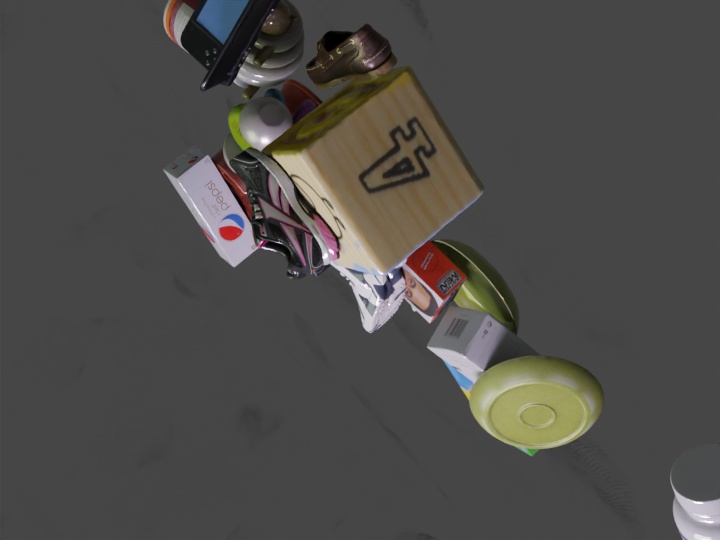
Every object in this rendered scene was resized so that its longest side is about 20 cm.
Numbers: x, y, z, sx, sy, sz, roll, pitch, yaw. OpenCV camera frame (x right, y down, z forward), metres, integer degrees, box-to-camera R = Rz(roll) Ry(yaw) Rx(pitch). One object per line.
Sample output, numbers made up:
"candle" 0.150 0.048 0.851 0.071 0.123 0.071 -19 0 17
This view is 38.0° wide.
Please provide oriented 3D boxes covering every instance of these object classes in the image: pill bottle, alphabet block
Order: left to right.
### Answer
"pill bottle" -0.230 -0.385 1.719 0.200 0.109 0.110 40 163 34
"alphabet block" 0.013 -0.135 1.416 0.201 0.196 0.195 55 164 -17
"pill bottle" 0.461 0.316 1.311 0.119 0.119 0.201 30 155 55

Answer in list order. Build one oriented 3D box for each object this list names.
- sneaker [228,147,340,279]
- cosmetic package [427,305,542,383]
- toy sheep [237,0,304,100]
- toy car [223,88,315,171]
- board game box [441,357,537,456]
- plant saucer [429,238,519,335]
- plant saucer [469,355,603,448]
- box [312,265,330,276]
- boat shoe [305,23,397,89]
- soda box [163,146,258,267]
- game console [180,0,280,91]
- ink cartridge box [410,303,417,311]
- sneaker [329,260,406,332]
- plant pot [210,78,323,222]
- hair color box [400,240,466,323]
"sneaker" -0.117 -0.074 1.400 0.200 0.086 0.080 49 165 11
"cosmetic package" 0.214 0.143 1.609 0.200 0.082 0.113 39 167 -24
"toy sheep" -0.147 -0.331 1.539 0.138 0.138 0.200 49 151 3
"toy car" -0.107 -0.196 1.608 0.200 0.150 0.175 42 156 -3
"board game box" 0.248 0.241 1.954 0.201 0.040 0.153 57 165 -22
"plant saucer" 0.182 0.024 1.629 0.200 0.031 0.200 47 165 16
"plant saucer" 0.261 0.205 1.550 0.031 0.198 0.201 -83 -27 -47
"box" -0.119 -0.110 2.065 0.132 0.114 0.201 31 156 55
"boat shoe" -0.022 -0.291 1.392 0.070 0.071 0.199 48 160 -23
"soda box" -0.246 -0.106 1.755 0.064 0.068 0.201 32 157 52
"game console" -0.176 -0.355 1.386 0.176 0.201 0.116 44 -161 28
"ink cartridge box" 0.077 -0.032 1.780 0.163 0.056 0.202 104 147 -84
"sneaker" 0.000 0.000 1.617 0.129 0.079 0.200 40 155 24
"plant pot" -0.138 -0.183 1.769 0.201 0.195 0.201 46 166 15
"hair color box" 0.067 -0.021 1.641 0.200 0.061 0.102 44 157 11
